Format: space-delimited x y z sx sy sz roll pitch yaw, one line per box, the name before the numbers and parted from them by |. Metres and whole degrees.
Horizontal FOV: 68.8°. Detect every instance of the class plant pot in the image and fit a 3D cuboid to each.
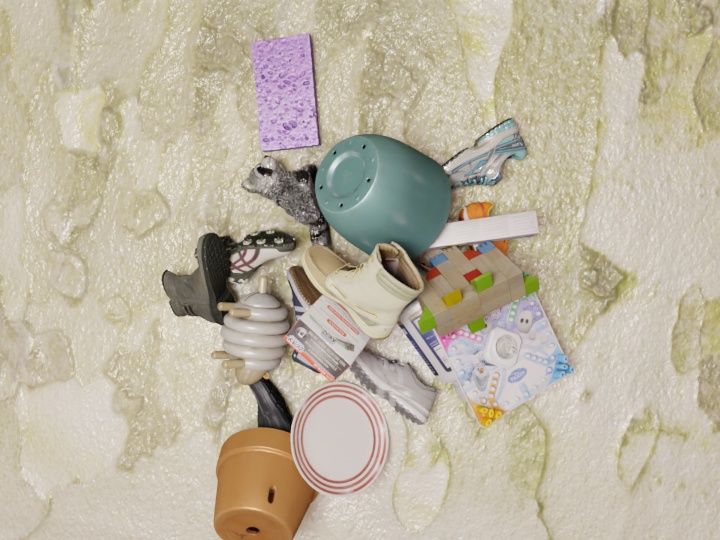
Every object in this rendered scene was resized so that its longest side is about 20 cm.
plant pot | 0.024 -0.128 0.858 0.200 0.161 0.201 -12 70 34
plant pot | -0.173 0.402 0.939 0.199 0.140 0.201 3 124 4

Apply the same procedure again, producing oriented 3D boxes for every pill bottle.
pill bottle | 0.157 0.128 0.935 0.111 0.111 0.200 -35 91 7

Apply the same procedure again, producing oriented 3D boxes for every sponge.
sponge | -0.137 -0.325 0.968 0.111 0.030 0.201 -4 95 6

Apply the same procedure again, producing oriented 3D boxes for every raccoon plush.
raccoon plush | -0.137 -0.111 0.960 0.133 0.097 0.201 -7 94 14

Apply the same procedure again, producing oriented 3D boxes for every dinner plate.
dinner plate | -0.038 0.306 0.963 0.199 0.024 0.201 12 65 -26

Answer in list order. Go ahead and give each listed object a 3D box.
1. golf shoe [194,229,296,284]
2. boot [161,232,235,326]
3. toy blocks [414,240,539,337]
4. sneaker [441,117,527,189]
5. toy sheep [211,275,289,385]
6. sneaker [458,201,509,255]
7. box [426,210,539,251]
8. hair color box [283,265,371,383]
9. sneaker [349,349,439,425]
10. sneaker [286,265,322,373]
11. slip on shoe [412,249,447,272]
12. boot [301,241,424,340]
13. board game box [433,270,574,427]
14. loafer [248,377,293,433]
golf shoe | -0.208 -0.024 0.985 0.199 0.077 0.088 -6 112 15
boot | -0.306 0.018 0.953 0.130 0.068 0.201 10 126 13
toy blocks | 0.161 0.017 0.848 0.199 0.137 0.100 -25 127 -4
sneaker | 0.204 -0.178 0.924 0.200 0.078 0.086 -35 94 8
toy sheep | -0.191 0.109 0.949 0.137 0.138 0.201 12 98 5
sneaker | 0.237 -0.026 0.935 0.077 0.073 0.201 -17 94 3
box | 0.196 -0.065 0.892 0.199 0.039 0.042 -9 83 8
hair color box | -0.030 0.085 0.905 0.111 0.200 0.064 42 125 1
sneaker | 0.056 0.197 0.984 0.200 0.075 0.082 39 64 5
sneaker | -0.100 0.096 0.979 0.108 0.070 0.200 -44 71 30
slip on shoe | 0.110 -0.039 0.951 0.200 0.061 0.076 37 97 2
boot | 0.000 0.000 0.830 0.200 0.072 0.155 45 141 12
board game box | 0.244 0.129 0.885 0.199 0.026 0.201 -26 92 -16
loafer | -0.168 0.285 1.002 0.070 0.068 0.201 -29 95 0
